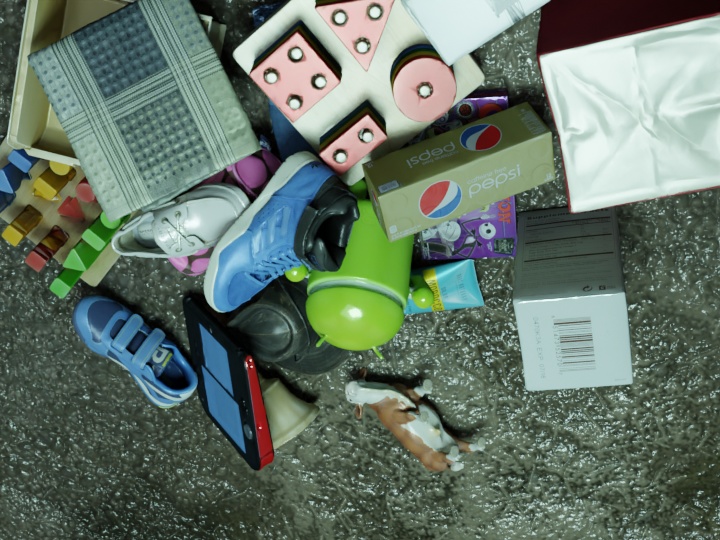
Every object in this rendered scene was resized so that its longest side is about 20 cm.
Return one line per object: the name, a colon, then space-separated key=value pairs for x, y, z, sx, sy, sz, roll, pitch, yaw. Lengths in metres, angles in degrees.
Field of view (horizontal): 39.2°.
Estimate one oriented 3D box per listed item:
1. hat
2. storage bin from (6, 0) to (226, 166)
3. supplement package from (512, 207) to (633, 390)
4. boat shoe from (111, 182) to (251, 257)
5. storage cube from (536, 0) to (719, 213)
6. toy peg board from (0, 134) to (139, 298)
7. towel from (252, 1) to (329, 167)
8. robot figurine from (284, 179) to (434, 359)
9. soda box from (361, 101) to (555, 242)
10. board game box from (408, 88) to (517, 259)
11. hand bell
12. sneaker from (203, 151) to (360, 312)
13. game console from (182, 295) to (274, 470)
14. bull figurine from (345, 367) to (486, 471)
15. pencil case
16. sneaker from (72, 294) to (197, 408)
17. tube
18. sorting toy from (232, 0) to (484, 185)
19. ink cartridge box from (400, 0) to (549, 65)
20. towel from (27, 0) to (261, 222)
hat: x=-0.111 y=0.064 z=1.254 sx=0.199 sy=0.081 sz=0.203 roll=19 pitch=127 yaw=27
storage bin: x=-0.270 y=-0.204 z=1.125 sx=0.197 sy=0.094 sz=0.201 roll=14 pitch=102 yaw=1
supplement package: x=0.235 y=0.025 z=1.123 sx=0.116 sy=0.201 sz=0.118 roll=-6 pitch=119 yaw=15
boat shoe: x=-0.204 y=-0.045 z=1.141 sx=0.198 sy=0.069 sz=0.071 roll=-14 pitch=107 yaw=39
storage cube: x=0.279 y=-0.185 z=1.006 sx=0.198 sy=0.180 sz=0.173 roll=-9 pitch=118 yaw=17
toy peg board: x=-0.373 y=-0.084 z=1.248 sx=0.199 sy=0.098 sz=0.200 roll=39 pitch=119 yaw=-11
towel: x=-0.052 y=-0.203 z=1.142 sx=0.110 sy=0.049 sz=0.202 roll=-3 pitch=118 yaw=13
robot figurine: x=0.000 y=0.000 z=1.156 sx=0.173 sy=0.202 sz=0.116 roll=12 pitch=155 yaw=-8
soda box: x=0.107 y=-0.106 z=1.088 sx=0.198 sy=0.064 sz=0.068 roll=-20 pitch=134 yaw=-4
board game box: x=0.119 y=-0.107 z=1.174 sx=0.118 sy=0.032 sz=0.202 roll=-4 pitch=118 yaw=9
hand bell: x=-0.149 y=0.131 z=1.345 sx=0.103 sy=0.104 sz=0.201 roll=-28 pitch=99 yaw=25
sneaker: x=-0.080 y=-0.018 z=1.080 sx=0.111 sy=0.077 sz=0.201 roll=41 pitch=95 yaw=32
game console: x=-0.173 y=0.144 z=1.294 sx=0.031 sy=0.200 sz=0.179 roll=-23 pitch=122 yaw=-24
bull figurine: x=0.070 y=0.195 z=1.326 sx=0.200 sy=0.065 sz=0.121 roll=43 pitch=152 yaw=-22
pencil case: x=-0.168 y=-0.073 z=1.200 sx=0.093 sy=0.091 sz=0.200 roll=32 pitch=135 yaw=-22
sneaker: x=-0.292 y=0.102 z=1.340 sx=0.200 sy=0.074 sz=0.082 roll=44 pitch=150 yaw=-22
tube: x=0.050 y=0.028 z=1.258 sx=0.197 sy=0.051 sz=0.078 roll=-9 pitch=137 yaw=12
sorting toy: x=0.000 y=-0.210 z=1.065 sx=0.198 sy=0.070 sz=0.200 roll=-36 pitch=113 yaw=17
ink cartridge box: x=0.146 y=-0.305 z=0.983 sx=0.199 sy=0.146 sz=0.084 roll=-30 pitch=113 yaw=25
towel: x=-0.226 y=-0.174 z=1.070 sx=0.191 sy=0.035 sz=0.202 roll=-24 pitch=97 yaw=6
